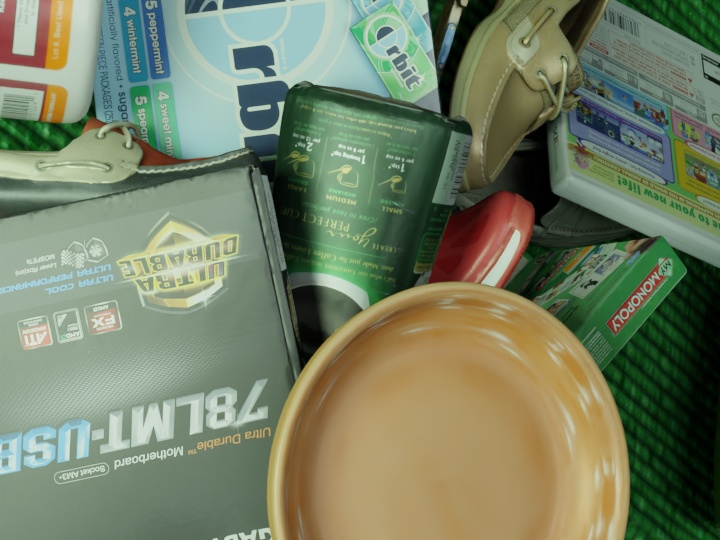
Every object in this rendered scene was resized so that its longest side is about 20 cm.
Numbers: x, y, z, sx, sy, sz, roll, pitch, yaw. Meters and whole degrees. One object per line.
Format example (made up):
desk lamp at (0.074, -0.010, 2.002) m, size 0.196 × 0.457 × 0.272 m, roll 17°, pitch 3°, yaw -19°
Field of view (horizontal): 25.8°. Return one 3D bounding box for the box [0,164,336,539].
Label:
box at (-0.124, 0.064, 0.798) m, size 0.198 × 0.050 × 0.201 m, roll -11°, pitch 90°, yaw 3°

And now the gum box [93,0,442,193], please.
gum box at (-0.055, -0.116, 0.912) m, size 0.198 × 0.045 × 0.172 m, roll -8°, pitch 93°, yaw 0°

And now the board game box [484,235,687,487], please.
board game box at (0.083, 0.061, 0.897) m, size 0.200 × 0.134 × 0.029 m, roll -46°, pitch 104°, yaw -19°

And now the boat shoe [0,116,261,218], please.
boat shoe at (-0.150, -0.052, 0.861) m, size 0.198 × 0.071 × 0.063 m, roll -7°, pitch 90°, yaw 4°

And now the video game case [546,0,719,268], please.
video game case at (0.206, -0.095, 1.067) m, size 0.199 × 0.022 × 0.183 m, roll 22°, pitch 51°, yaw -27°

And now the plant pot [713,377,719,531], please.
plant pot at (0.328, 0.072, 1.102) m, size 0.186 × 0.187 × 0.202 m, roll 3°, pitch 73°, yaw -28°

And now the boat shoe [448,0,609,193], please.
boat shoe at (0.106, -0.128, 0.974) m, size 0.072 × 0.064 × 0.201 m, roll 76°, pitch 32°, yaw -51°

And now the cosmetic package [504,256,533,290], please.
cosmetic package at (0.050, 0.082, 0.996) m, size 0.105 × 0.071 × 0.201 m, roll 36°, pitch 73°, yaw -22°

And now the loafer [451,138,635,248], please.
loafer at (0.121, -0.051, 1.037) m, size 0.198 × 0.070 × 0.071 m, roll 0°, pitch 89°, yaw -28°

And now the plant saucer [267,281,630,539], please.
plant saucer at (0.043, 0.107, 0.783) m, size 0.198 × 0.037 × 0.202 m, roll 2°, pitch 86°, yaw -25°

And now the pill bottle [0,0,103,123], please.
pill bottle at (-0.237, -0.142, 0.814) m, size 0.198 × 0.113 × 0.114 m, roll 5°, pitch 86°, yaw -15°

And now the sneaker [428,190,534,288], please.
sneaker at (0.000, 0.000, 0.921) m, size 0.115 × 0.079 × 0.200 m, roll 41°, pitch 113°, yaw -16°

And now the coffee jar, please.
coffee jar at (-0.009, 0.005, 0.854) m, size 0.103 × 0.085 × 0.202 m, roll 14°, pitch 95°, yaw 11°

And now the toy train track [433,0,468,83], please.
toy train track at (0.043, -0.155, 0.984) m, size 0.032 × 0.115 × 0.202 m, roll 16°, pitch 91°, yaw -13°
